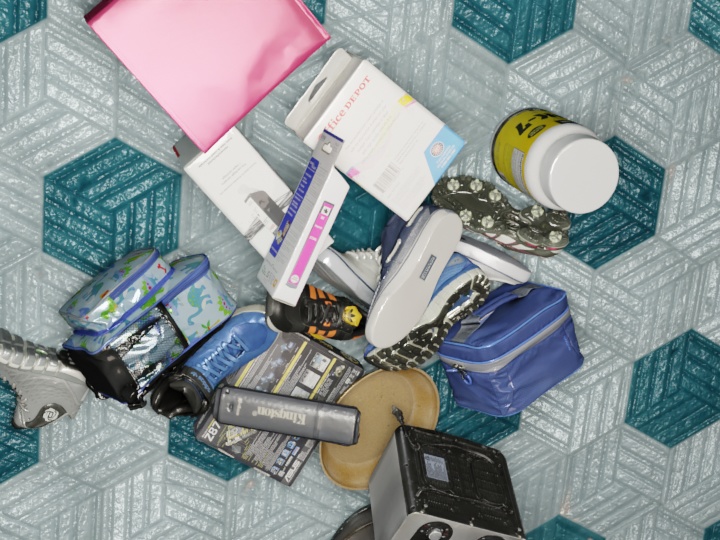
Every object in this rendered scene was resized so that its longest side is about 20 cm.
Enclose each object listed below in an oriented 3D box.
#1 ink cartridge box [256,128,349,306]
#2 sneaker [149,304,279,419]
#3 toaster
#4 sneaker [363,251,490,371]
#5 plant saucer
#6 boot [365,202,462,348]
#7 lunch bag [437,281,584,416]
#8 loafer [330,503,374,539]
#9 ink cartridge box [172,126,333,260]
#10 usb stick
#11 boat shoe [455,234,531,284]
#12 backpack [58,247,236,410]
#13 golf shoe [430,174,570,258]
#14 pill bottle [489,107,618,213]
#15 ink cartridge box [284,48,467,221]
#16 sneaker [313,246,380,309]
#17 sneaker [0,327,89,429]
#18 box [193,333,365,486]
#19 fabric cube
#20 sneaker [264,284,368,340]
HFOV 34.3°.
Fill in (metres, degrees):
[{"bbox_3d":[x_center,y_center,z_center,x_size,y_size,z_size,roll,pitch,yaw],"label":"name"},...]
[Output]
[{"bbox_3d":[-0.061,-0.064,1.374,0.037,0.095,0.201,20,98,-21],"label":"ink cartridge box"},{"bbox_3d":[-0.189,0.126,1.509,0.199,0.112,0.077,-27,116,20],"label":"sneaker"},{"bbox_3d":[0.112,0.311,1.590,0.180,0.201,0.119,18,123,-19],"label":"toaster"},{"bbox_3d":[0.081,0.054,1.562,0.200,0.089,0.078,-42,136,9],"label":"sneaker"},{"bbox_3d":[0.020,0.214,1.639,0.199,0.035,0.202,-17,124,-27],"label":"plant saucer"},{"bbox_3d":[0.050,0.002,1.518,0.073,0.090,0.201,40,80,-42],"label":"boot"},{"bbox_3d":[0.196,0.100,1.601,0.199,0.135,0.133,-30,112,-31],"label":"lunch bag"},{"bbox_3d":[0.039,0.376,1.697,0.199,0.072,0.073,-35,111,-2],"label":"loafer"},{"bbox_3d":[-0.136,-0.096,1.473,0.084,0.144,0.200,-40,112,0],"label":"ink cartridge box"},{"bbox_3d":[-0.097,0.193,1.550,0.198,0.033,0.056,9,101,4],"label":"usb stick"},{"bbox_3d":[0.137,-0.012,1.614,0.199,0.074,0.066,20,104,-8],"label":"boat shoe"},{"bbox_3d":[-0.266,0.055,1.461,0.200,0.183,0.148,-37,107,-23],"label":"backpack"},{"bbox_3d":[0.187,-0.063,1.600,0.199,0.088,0.078,22,65,4],"label":"golf shoe"},{"bbox_3d":[0.253,-0.144,1.528,0.113,0.200,0.115,-4,107,-13],"label":"pill bottle"},{"bbox_3d":[0.009,-0.183,1.494,0.200,0.125,0.129,37,95,-20],"label":"ink cartridge box"},{"bbox_3d":[0.000,0.000,1.559,0.200,0.073,0.071,38,77,-51],"label":"sneaker"},{"bbox_3d":[-0.449,0.148,1.506,0.199,0.075,0.116,21,102,-20],"label":"sneaker"},{"bbox_3d":[-0.112,0.178,1.613,0.161,0.049,0.201,30,97,-22],"label":"box"},{"bbox_3d":[-0.187,-0.289,1.375,0.199,0.200,0.196,-43,111,-1],"label":"fabric cube"},{"bbox_3d":[-0.048,0.052,1.516,0.089,0.200,0.071,0,80,25],"label":"sneaker"}]
